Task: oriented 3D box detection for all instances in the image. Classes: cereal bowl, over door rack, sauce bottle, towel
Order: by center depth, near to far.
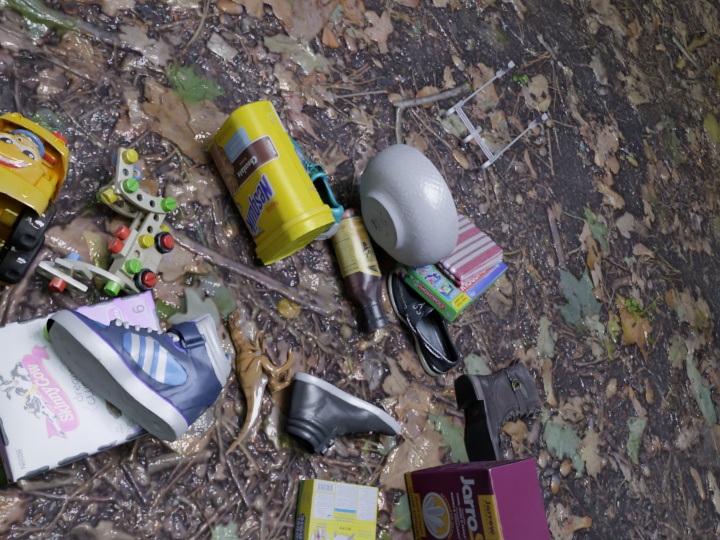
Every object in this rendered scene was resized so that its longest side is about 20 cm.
[{"bbox_3d":[0.061,-0.092,0.980,0.083,0.200,0.202,-30,92,-24],"label":"cereal bowl"},{"bbox_3d":[0.000,0.000,1.015,0.065,0.066,0.202,-14,84,-37],"label":"sauce bottle"},{"bbox_3d":[0.150,-0.062,1.114,0.200,0.030,0.146,44,44,21],"label":"towel"},{"bbox_3d":[0.282,-0.323,1.309,0.199,0.067,0.148,-39,97,-16],"label":"over door rack"}]

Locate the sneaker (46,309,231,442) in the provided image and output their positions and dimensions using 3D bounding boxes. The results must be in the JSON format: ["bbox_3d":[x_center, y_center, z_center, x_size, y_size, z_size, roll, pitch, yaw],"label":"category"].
[{"bbox_3d":[-0.244,0.086,0.725,0.200,0.080,0.147,45,45,-10],"label":"sneaker"}]

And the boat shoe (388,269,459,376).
[{"bbox_3d":[0.113,0.083,1.061,0.074,0.066,0.202,-16,83,-36],"label":"boat shoe"}]

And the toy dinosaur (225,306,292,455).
[{"bbox_3d":[-0.148,0.154,0.874,0.105,0.061,0.202,-5,68,-15],"label":"toy dinosaur"}]

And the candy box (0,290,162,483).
[{"bbox_3d":[-0.331,0.133,0.734,0.198,0.071,0.170,-15,83,-38],"label":"candy box"}]

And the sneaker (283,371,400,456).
[{"bbox_3d":[-0.032,0.234,0.914,0.199,0.070,0.100,30,69,-25],"label":"sneaker"}]

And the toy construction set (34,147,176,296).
[{"bbox_3d":[-0.314,-0.045,0.795,0.131,0.091,0.201,50,58,-40],"label":"toy construction set"}]

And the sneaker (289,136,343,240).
[{"bbox_3d":[-0.084,-0.147,0.987,0.077,0.080,0.201,-17,68,-39],"label":"sneaker"}]

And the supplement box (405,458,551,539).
[{"bbox_3d":[0.171,0.359,0.921,0.102,0.199,0.133,2,72,-34],"label":"supplement box"}]

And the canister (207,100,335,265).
[{"bbox_3d":[-0.137,-0.128,0.914,0.086,0.148,0.202,-26,87,-38],"label":"canister"}]

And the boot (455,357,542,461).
[{"bbox_3d":[0.265,0.260,1.103,0.172,0.069,0.203,0,72,-34],"label":"boot"}]

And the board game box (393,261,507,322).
[{"bbox_3d":[0.166,-0.002,1.101,0.134,0.029,0.199,41,42,15],"label":"board game box"}]

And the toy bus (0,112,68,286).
[{"bbox_3d":[-0.397,-0.106,0.701,0.135,0.199,0.194,34,50,-21],"label":"toy bus"}]

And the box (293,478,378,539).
[{"bbox_3d":[-0.037,0.404,0.859,0.116,0.048,0.203,19,62,-29],"label":"box"}]
